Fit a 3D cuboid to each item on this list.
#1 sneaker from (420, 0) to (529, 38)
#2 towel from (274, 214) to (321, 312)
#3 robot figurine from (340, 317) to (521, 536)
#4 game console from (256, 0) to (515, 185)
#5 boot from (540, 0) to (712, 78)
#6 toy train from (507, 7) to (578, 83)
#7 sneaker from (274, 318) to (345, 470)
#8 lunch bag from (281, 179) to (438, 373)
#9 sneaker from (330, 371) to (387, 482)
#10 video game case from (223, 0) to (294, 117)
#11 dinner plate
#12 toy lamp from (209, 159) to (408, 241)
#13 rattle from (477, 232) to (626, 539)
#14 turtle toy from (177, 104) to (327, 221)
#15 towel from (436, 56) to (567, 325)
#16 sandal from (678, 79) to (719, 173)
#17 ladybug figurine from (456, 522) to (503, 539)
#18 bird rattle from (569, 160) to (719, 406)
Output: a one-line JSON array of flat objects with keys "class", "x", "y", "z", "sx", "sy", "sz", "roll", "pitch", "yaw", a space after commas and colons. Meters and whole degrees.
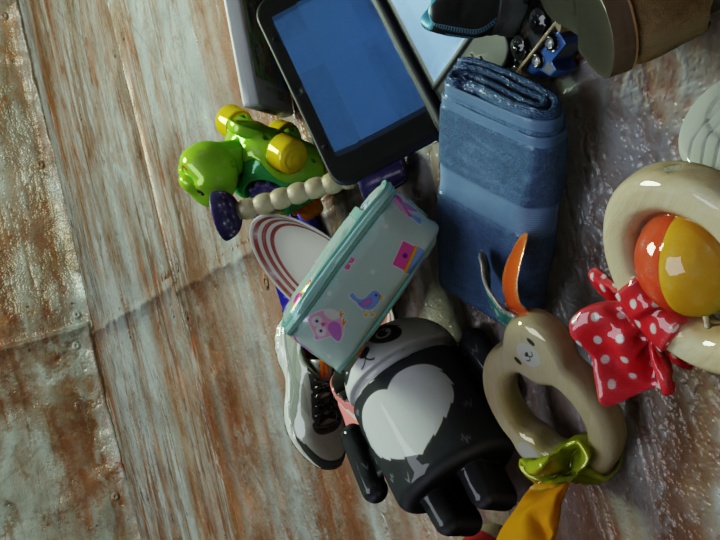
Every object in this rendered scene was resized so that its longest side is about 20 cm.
[{"class": "sneaker", "x": 0.070, "y": -0.272, "z": 0.632, "sx": 0.073, "sy": 0.080, "sz": 0.205, "roll": 132, "pitch": 128, "yaw": -76}, {"class": "towel", "x": -0.101, "y": -0.052, "z": 1.097, "sx": 0.148, "sy": 0.049, "sz": 0.204, "roll": -40, "pitch": 66, "yaw": 59}, {"class": "robot figurine", "x": 0.063, "y": 0.139, "z": 0.785, "sx": 0.126, "sy": 0.147, "sz": 0.202, "roll": 97, "pitch": 149, "yaw": -55}, {"class": "game console", "x": 0.014, "y": -0.207, "z": 0.730, "sx": 0.203, "sy": 0.116, "sz": 0.171, "roll": 64, "pitch": 150, "yaw": 14}, {"class": "boot", "x": 0.157, "y": -0.197, "z": 0.547, "sx": 0.074, "sy": 0.074, "sz": 0.202, "roll": 72, "pitch": -178, "yaw": -47}, {"class": "toy train", "x": 0.116, "y": -0.132, "z": 0.670, "sx": 0.046, "sy": 0.034, "sz": 0.201, "roll": 63, "pitch": 150, "yaw": 18}, {"class": "sneaker", "x": -0.057, "y": 0.152, "z": 1.078, "sx": 0.079, "sy": 0.073, "sz": 0.205, "roll": -16, "pitch": 87, "yaw": 57}, {"class": "lunch bag", "x": 0.000, "y": 0.000, "z": 0.757, "sx": 0.076, "sy": 0.162, "sz": 0.200, "roll": 34, "pitch": 180, "yaw": -3}, {"class": "sneaker", "x": 0.035, "y": 0.188, "z": 0.942, "sx": 0.200, "sy": 0.072, "sz": 0.088, "roll": 50, "pitch": 155, "yaw": 48}, {"class": "video game case", "x": -0.118, "y": -0.279, "z": 0.958, "sx": 0.182, "sy": 0.022, "sz": 0.205, "roll": -43, "pitch": -57, "yaw": -81}, {"class": "dinner plate", "x": -0.040, "y": 0.006, "z": 0.948, "sx": 0.198, "sy": 0.024, "sz": 0.202, "roll": 30, "pitch": 154, "yaw": 16}, {"class": "toy lamp", "x": -0.049, "y": -0.079, "z": 0.850, "sx": 0.058, "sy": 0.195, "sz": 0.060, "roll": -14, "pitch": -91, "yaw": -80}, {"class": "rattle", "x": 0.106, "y": 0.097, "z": 0.635, "sx": 0.130, "sy": 0.141, "sz": 0.203, "roll": 33, "pitch": 150, "yaw": 59}, {"class": "turtle toy", "x": -0.110, "y": -0.112, "z": 0.939, "sx": 0.145, "sy": 0.197, "sz": 0.103, "roll": 33, "pitch": 108, "yaw": 41}, {"class": "towel", "x": 0.110, "y": -0.056, "z": 0.670, "sx": 0.111, "sy": 0.048, "sz": 0.203, "roll": 35, "pitch": 141, "yaw": 38}, {"class": "sandal", "x": 0.244, "y": -0.068, "z": 0.434, "sx": 0.050, "sy": 0.083, "sz": 0.202, "roll": 38, "pitch": 171, "yaw": -21}, {"class": "ladybug figurine", "x": 0.140, "y": 0.316, "z": 0.772, "sx": 0.199, "sy": 0.071, "sz": 0.139, "roll": 37, "pitch": 133, "yaw": 51}, {"class": "bird rattle", "x": 0.199, "y": 0.011, "z": 0.500, "sx": 0.200, "sy": 0.111, "sz": 0.166, "roll": 38, "pitch": 150, "yaw": 64}]
